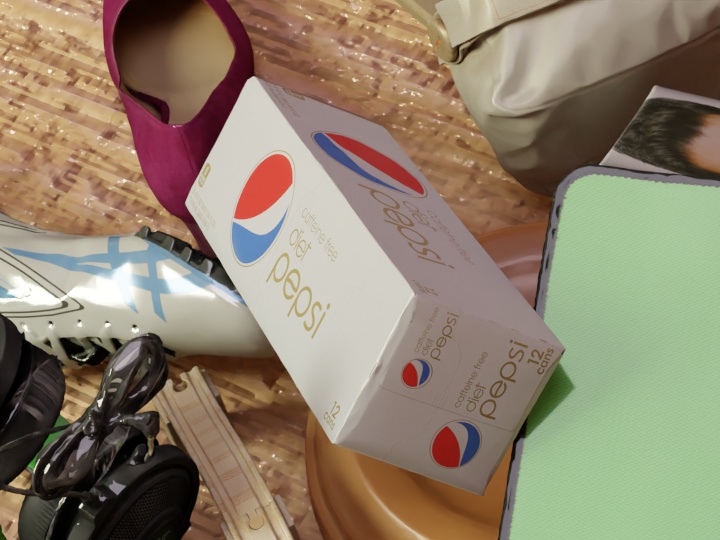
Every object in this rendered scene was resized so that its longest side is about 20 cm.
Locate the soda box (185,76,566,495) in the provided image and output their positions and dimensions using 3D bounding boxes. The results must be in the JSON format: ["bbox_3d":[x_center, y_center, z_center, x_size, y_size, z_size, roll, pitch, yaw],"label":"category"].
[{"bbox_3d":[0.000,0.000,0.949,0.064,0.068,0.200,-62,29,15],"label":"soda box"}]

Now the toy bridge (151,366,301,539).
[{"bbox_3d":[-0.033,0.111,0.956,0.027,0.067,0.200,-25,51,-7],"label":"toy bridge"}]

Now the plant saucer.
[{"bbox_3d":[0.073,0.056,0.992,0.199,0.038,0.201,-7,52,9],"label":"plant saucer"}]

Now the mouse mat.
[{"bbox_3d":[0.154,0.047,0.878,0.199,0.008,0.162,7,72,13],"label":"mouse mat"}]

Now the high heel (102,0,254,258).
[{"bbox_3d":[-0.080,-0.097,1.106,0.067,0.096,0.201,-22,52,-4],"label":"high heel"}]

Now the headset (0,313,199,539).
[{"bbox_3d":[-0.108,0.058,0.935,0.123,0.200,0.094,37,86,-6],"label":"headset"}]

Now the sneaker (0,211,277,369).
[{"bbox_3d":[-0.110,0.017,1.042,0.199,0.072,0.073,9,78,33],"label":"sneaker"}]

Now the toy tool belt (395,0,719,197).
[{"bbox_3d":[0.117,-0.129,1.068,0.199,0.125,0.123,-27,60,-8],"label":"toy tool belt"}]

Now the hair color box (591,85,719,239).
[{"bbox_3d":[0.190,-0.006,0.953,0.199,0.061,0.099,14,25,14],"label":"hair color box"}]

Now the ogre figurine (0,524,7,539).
[{"bbox_3d":[-0.152,0.162,0.934,0.120,0.098,0.200,-45,38,0],"label":"ogre figurine"}]
